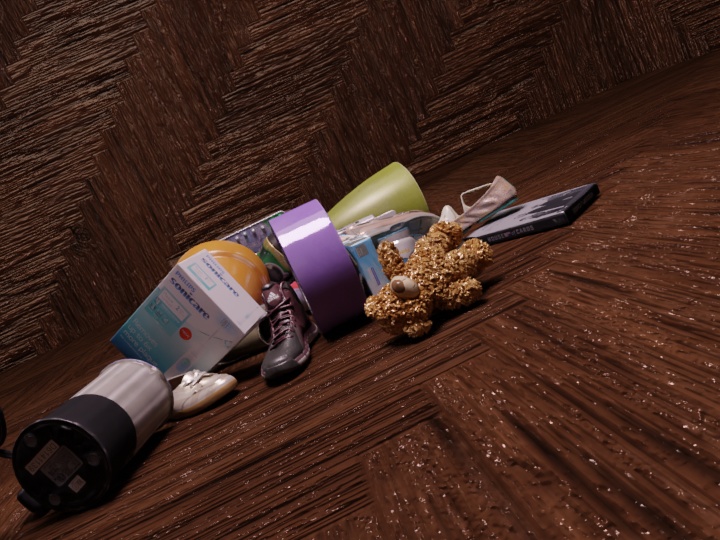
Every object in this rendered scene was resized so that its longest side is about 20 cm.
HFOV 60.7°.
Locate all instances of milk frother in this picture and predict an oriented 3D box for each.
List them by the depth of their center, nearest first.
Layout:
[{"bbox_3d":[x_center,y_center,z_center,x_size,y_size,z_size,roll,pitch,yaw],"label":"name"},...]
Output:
[{"bbox_3d":[-0.374,0.177,0.776,0.180,0.200,0.188,-27,9,10],"label":"milk frother"}]

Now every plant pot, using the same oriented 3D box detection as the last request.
[{"bbox_3d":[-0.272,0.067,1.180,0.200,0.201,0.183,-24,25,1],"label":"plant pot"},{"bbox_3d":[0.023,-0.107,1.319,0.199,0.188,0.187,-26,10,-11],"label":"plant pot"}]

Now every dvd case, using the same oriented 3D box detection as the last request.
[{"bbox_3d":[0.296,-0.094,1.074,0.200,0.025,0.150,-16,13,46],"label":"dvd case"}]

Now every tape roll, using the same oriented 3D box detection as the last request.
[{"bbox_3d":[-0.067,-0.006,0.979,0.085,0.201,0.200,-26,10,-6],"label":"tape roll"}]

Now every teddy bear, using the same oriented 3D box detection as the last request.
[{"bbox_3d":[0.092,0.001,0.803,0.200,0.145,0.067,-24,-26,-25],"label":"teddy bear"}]

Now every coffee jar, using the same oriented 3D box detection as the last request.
[{"bbox_3d":[-0.203,0.008,1.326,0.200,0.104,0.085,-47,20,5],"label":"coffee jar"}]

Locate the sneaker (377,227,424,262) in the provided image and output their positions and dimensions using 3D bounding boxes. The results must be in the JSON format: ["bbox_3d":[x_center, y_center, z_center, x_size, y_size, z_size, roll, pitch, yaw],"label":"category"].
[{"bbox_3d":[0.084,-0.017,1.061,0.076,0.081,0.200,-23,-10,17],"label":"sneaker"}]

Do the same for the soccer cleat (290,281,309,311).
[{"bbox_3d":[-0.116,0.047,1.185,0.200,0.073,0.068,-15,14,42],"label":"soccer cleat"}]

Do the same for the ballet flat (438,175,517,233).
[{"bbox_3d":[0.194,-0.105,1.141,0.200,0.067,0.068,-36,-2,14],"label":"ballet flat"}]

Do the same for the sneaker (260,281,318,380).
[{"bbox_3d":[-0.124,0.080,0.912,0.075,0.116,0.200,-23,10,7],"label":"sneaker"}]

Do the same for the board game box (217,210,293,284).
[{"bbox_3d":[-0.221,-0.005,1.379,0.199,0.200,0.026,-27,29,-8],"label":"board game box"}]

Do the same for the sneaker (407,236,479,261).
[{"bbox_3d":[0.127,-0.013,0.918,0.079,0.076,0.200,-17,12,26],"label":"sneaker"}]

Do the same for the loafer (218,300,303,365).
[{"bbox_3d":[-0.188,0.102,1.065,0.200,0.075,0.070,-30,10,-9],"label":"loafer"}]

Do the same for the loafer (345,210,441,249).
[{"bbox_3d":[0.064,-0.081,1.143,0.199,0.072,0.063,-17,47,-33],"label":"loafer"}]

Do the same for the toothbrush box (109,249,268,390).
[{"bbox_3d":[-0.268,0.089,0.962,0.200,0.146,0.085,-41,3,23],"label":"toothbrush box"}]

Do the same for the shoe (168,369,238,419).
[{"bbox_3d":[-0.269,0.183,0.908,0.199,0.054,0.070,-20,11,24],"label":"shoe"}]

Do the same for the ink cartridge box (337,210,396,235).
[{"bbox_3d":[-0.005,-0.034,1.221,0.199,0.116,0.068,-24,11,1],"label":"ink cartridge box"}]

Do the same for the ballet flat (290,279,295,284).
[{"bbox_3d":[-0.096,0.010,1.364,0.200,0.072,0.072,-27,10,-11],"label":"ballet flat"}]

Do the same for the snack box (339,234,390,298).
[{"bbox_3d":[0.000,0.000,1.031,0.037,0.117,0.200,-26,10,-10],"label":"snack box"}]
